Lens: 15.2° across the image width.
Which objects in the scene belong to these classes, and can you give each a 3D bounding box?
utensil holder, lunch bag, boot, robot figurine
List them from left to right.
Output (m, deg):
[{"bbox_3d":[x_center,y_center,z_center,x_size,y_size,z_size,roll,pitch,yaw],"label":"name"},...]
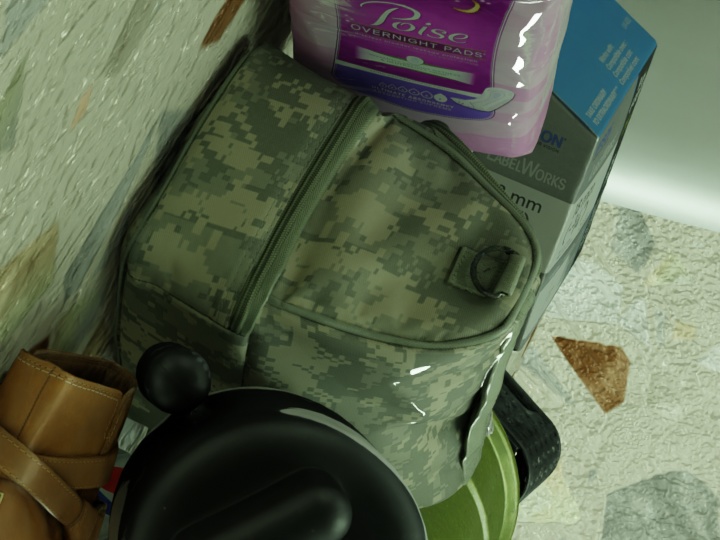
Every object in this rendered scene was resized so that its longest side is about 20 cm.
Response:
[{"bbox_3d":[-0.137,0.106,1.090,0.200,0.076,0.156,29,83,-79],"label":"boot"},{"bbox_3d":[-0.041,0.113,1.085,0.200,0.124,0.151,-151,-106,-81],"label":"robot figurine"},{"bbox_3d":[-0.010,0.018,1.209,0.140,0.167,0.200,-58,172,-28],"label":"lunch bag"},{"bbox_3d":[0.178,-0.122,1.708,0.170,0.199,0.171,-165,-90,-83],"label":"utensil holder"}]

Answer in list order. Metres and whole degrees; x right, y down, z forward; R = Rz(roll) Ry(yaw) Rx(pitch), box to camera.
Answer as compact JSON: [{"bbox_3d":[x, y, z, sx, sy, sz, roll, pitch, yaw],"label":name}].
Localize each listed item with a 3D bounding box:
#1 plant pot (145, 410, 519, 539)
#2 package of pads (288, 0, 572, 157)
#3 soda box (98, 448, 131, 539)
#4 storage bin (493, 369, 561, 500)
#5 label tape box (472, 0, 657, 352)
[{"bbox_3d":[-0.022,0.162,1.324,0.190,0.199,0.201,-84,-165,-59],"label":"plant pot"},{"bbox_3d":[0.031,-0.120,1.161,0.200,0.120,0.076,93,9,-73],"label":"package of pads"},{"bbox_3d":[-0.137,0.173,1.272,0.063,0.068,0.201,-53,168,-48],"label":"soda box"},{"bbox_3d":[0.004,0.127,1.594,0.200,0.135,0.094,-44,173,16],"label":"storage bin"},{"bbox_3d":[0.104,-0.078,1.421,0.144,0.063,0.201,-53,163,-59],"label":"label tape box"}]
